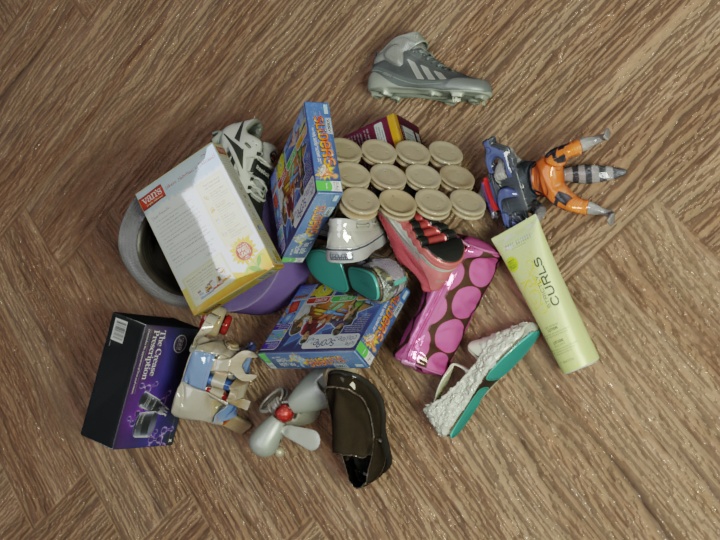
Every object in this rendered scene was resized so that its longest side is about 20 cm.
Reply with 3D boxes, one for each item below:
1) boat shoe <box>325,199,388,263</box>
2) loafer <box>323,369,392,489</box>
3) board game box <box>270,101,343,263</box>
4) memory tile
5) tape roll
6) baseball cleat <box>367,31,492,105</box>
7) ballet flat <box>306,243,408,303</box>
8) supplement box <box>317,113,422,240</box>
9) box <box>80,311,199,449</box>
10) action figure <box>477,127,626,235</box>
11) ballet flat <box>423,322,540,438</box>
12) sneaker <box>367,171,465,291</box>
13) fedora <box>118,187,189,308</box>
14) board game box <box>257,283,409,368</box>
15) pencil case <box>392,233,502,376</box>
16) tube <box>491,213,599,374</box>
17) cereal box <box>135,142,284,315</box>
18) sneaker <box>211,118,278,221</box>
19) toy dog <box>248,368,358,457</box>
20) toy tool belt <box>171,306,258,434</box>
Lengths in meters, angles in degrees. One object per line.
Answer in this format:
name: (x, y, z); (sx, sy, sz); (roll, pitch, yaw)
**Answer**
boat shoe: (-0.006, -0.064, 1.197); (0.071, 0.200, 0.070); (1, 104, 14)
loafer: (-0.005, 0.220, 1.214); (0.073, 0.071, 0.200); (2, 127, 30)
board game box: (-0.076, -0.112, 1.199); (0.200, 0.034, 0.136); (127, 138, -59)
memory tile: (0.058, -0.119, 1.174); (0.017, 0.200, 0.153); (109, 152, -43)
tape roll: (-0.177, -0.032, 1.398); (0.200, 0.085, 0.200); (-4, 83, 29)
baseball cleat: (0.098, -0.289, 1.282); (0.200, 0.070, 0.107); (9, 89, 29)
ballet flat: (0.000, 0.000, 1.219); (0.200, 0.072, 0.072); (20, 94, 56)
supplement box: (-0.004, -0.132, 1.310); (0.200, 0.086, 0.111); (-22, 74, 25)
box: (-0.346, 0.176, 1.435); (0.079, 0.141, 0.200); (16, 92, 28)
action figure: (0.243, -0.092, 1.182); (0.193, 0.105, 0.200); (0, 111, 36)
ballet flat: (0.152, 0.134, 1.194); (0.072, 0.072, 0.200); (43, 103, 27)
sneaker: (0.055, -0.052, 1.181); (0.200, 0.074, 0.087); (56, 144, 34)
fedora: (-0.250, -0.036, 1.338); (0.200, 0.090, 0.177); (26, 100, 18)
board game box: (-0.040, 0.075, 1.262); (0.200, 0.034, 0.135); (-6, 43, 45)
pencil case: (0.113, 0.047, 1.215); (0.091, 0.094, 0.200); (24, 98, 15)
tube: (0.237, 0.033, 1.150); (0.058, 0.052, 0.200); (-24, 83, 1)
cereal box: (-0.212, -0.057, 1.254); (0.144, 0.040, 0.200); (-30, 80, 17)
sneaker: (-0.160, -0.147, 1.317); (0.088, 0.074, 0.200); (-25, 59, 13)
toy dog: (-0.061, 0.200, 1.300); (0.096, 0.132, 0.200); (43, 114, -13)
toy tool belt: (-0.202, 0.153, 1.370); (0.123, 0.125, 0.200); (20, 113, -3)
